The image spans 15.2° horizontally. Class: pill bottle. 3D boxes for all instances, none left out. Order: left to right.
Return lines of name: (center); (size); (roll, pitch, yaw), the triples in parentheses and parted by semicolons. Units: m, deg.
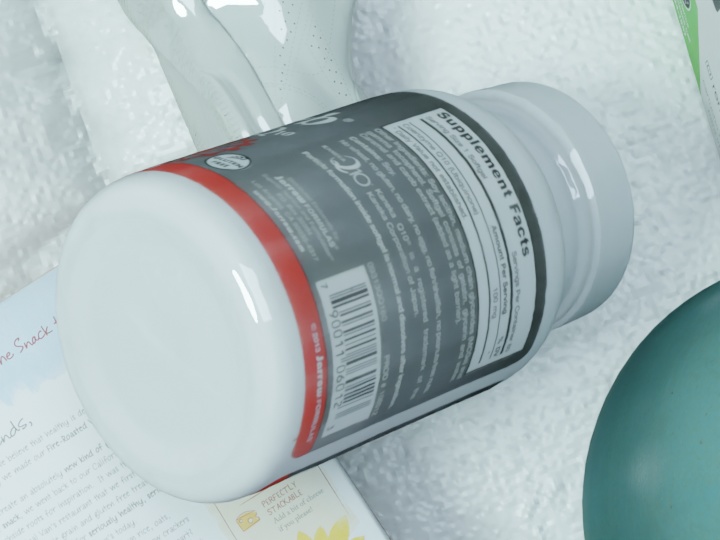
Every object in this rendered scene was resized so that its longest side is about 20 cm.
pill bottle: (0.000, 0.000, 0.962); (0.200, 0.116, 0.116); (-20, 78, -43)

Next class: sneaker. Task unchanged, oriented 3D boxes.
sneaker: (-0.046, -0.120, 1.054); (0.088, 0.075, 0.200); (-23, 87, -19)

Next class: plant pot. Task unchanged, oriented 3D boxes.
plant pot: (0.188, 0.079, 0.970); (0.200, 0.161, 0.201); (0, 80, -2)

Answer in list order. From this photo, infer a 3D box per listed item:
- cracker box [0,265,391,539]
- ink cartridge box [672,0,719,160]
cracker box: (-0.075, 0.093, 1.010); (0.134, 0.058, 0.200); (-32, 83, -8)
ink cartridge box: (0.176, -0.100, 0.983); (0.084, 0.200, 0.146); (-14, 80, -5)
